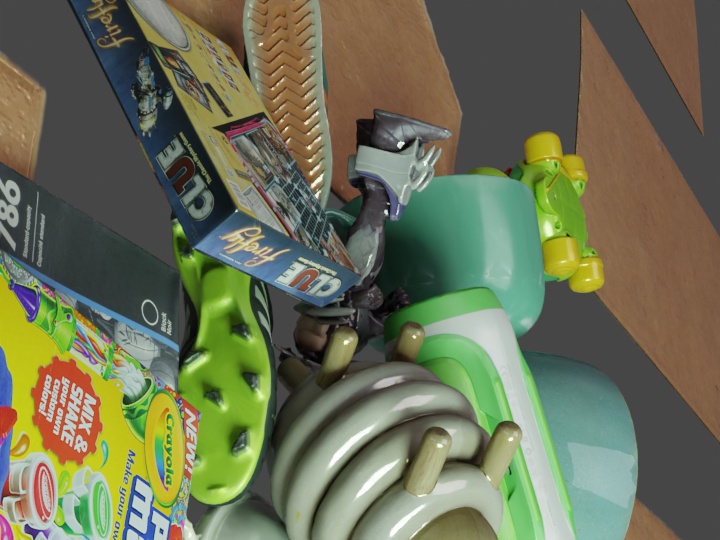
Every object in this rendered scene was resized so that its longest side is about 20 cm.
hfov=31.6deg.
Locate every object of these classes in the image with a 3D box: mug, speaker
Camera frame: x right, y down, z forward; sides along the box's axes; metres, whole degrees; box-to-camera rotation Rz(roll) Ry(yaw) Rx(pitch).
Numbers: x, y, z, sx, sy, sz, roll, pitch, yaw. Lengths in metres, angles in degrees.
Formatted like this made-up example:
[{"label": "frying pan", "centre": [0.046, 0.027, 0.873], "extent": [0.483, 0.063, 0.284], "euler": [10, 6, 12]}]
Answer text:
[{"label": "mug", "centre": [0.046, 0.008, 0.953], "extent": [0.152, 0.182, 0.116], "euler": [73, 11, -76]}, {"label": "speaker", "centre": [0.075, 0.117, 0.782], "extent": [0.088, 0.088, 0.202], "euler": [7, 65, -63]}]

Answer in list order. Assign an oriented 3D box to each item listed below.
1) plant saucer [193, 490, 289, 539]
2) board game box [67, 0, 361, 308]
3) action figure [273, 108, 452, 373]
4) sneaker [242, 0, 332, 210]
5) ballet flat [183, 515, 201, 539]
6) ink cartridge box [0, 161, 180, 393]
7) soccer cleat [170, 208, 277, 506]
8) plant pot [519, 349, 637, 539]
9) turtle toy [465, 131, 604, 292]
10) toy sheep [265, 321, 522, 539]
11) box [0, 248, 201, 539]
[{"label": "plant saucer", "centre": [-0.040, 0.220, 0.702], "extent": [0.200, 0.050, 0.203], "euler": [-11, 90, -74]}, {"label": "board game box", "centre": [-0.086, -0.079, 0.745], "extent": [0.135, 0.035, 0.201], "euler": [29, 27, -57]}, {"label": "action figure", "centre": [0.000, 0.000, 0.822], "extent": [0.130, 0.069, 0.202], "euler": [12, 94, -84]}, {"label": "sneaker", "centre": [-0.051, -0.095, 0.872], "extent": [0.080, 0.070, 0.203], "euler": [80, 13, -82]}, {"label": "ballet flat", "centre": [-0.123, 0.181, 0.574], "extent": [0.072, 0.071, 0.201], "euler": [59, 30, -29]}, {"label": "ink cartridge box", "centre": [-0.160, 0.013, 0.626], "extent": [0.200, 0.039, 0.101], "euler": [34, 47, -53]}, {"label": "soccer cleat", "centre": [-0.075, 0.047, 0.743], "extent": [0.081, 0.067, 0.202], "euler": [60, 20, -55]}, {"label": "plant pot", "centre": [0.077, 0.140, 0.900], "extent": [0.134, 0.200, 0.202], "euler": [22, 52, -27]}, {"label": "turtle toy", "centre": [0.164, -0.054, 1.259], "extent": [0.199, 0.100, 0.148], "euler": [25, 55, -58]}, {"label": "toy sheep", "centre": [0.011, 0.108, 0.702], "extent": [0.138, 0.138, 0.200], "euler": [45, 3, -46]}, {"label": "box", "centre": [-0.170, 0.106, 0.456], "extent": [0.193, 0.121, 0.202], "euler": [48, 36, -45]}]
